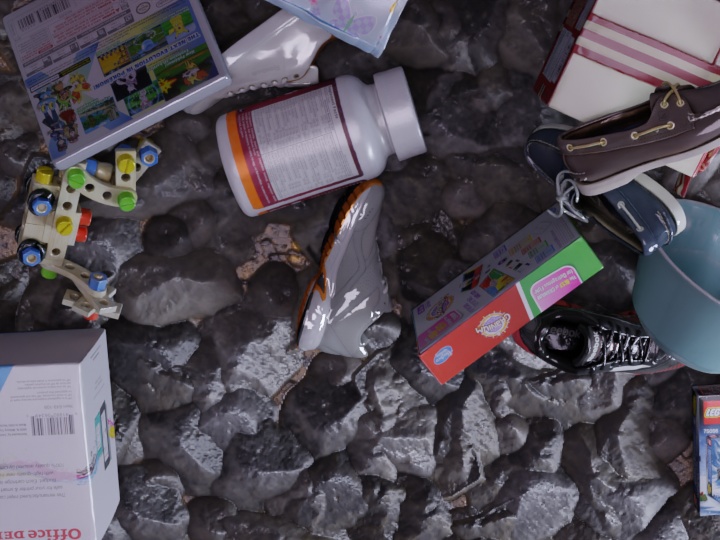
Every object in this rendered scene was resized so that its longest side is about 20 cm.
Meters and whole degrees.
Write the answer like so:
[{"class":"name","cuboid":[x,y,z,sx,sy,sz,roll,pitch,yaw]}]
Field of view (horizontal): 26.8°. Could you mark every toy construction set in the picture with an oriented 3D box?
[{"class":"toy construction set","cuboid":[-0.288,-0.049,1.580,0.130,0.092,0.202,6,108,-21]}]

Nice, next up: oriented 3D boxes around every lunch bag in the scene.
[{"class":"lunch bag","cuboid":[-0.013,-0.331,1.478,0.168,0.127,0.201,24,81,-5]}]

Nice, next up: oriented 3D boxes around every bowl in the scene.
[{"class":"bowl","cuboid":[0.356,0.029,1.538,0.199,0.201,0.106,25,121,-4]}]

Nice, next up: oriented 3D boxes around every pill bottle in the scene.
[{"class":"pill bottle","cuboid":[-0.039,-0.134,1.539,0.198,0.110,0.111,-17,101,5]}]

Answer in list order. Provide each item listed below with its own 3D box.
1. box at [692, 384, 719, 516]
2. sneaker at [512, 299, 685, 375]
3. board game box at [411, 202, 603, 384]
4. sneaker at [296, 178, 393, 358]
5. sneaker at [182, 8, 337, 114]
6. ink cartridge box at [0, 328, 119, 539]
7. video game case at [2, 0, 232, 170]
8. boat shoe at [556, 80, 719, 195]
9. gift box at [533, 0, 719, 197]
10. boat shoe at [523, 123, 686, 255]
[{"class":"box","cuboid":[0.460,0.190,1.632,0.198,0.040,0.138,-3,103,2]},{"class":"sneaker","cuboid":[0.259,0.077,1.584,0.198,0.098,0.072,8,100,-2]},{"class":"board game box","cuboid":[0.145,0.020,1.546,0.199,0.153,0.040,-37,103,9]},{"class":"sneaker","cuboid":[0.000,0.000,1.594,0.091,0.076,0.202,17,110,-10]},{"class":"sneaker","cuboid":[-0.092,-0.206,1.544,0.199,0.073,0.085,-35,97,7]},{"class":"ink cartridge box","cuboid":[-0.343,0.178,1.595,0.145,0.146,0.202,-2,102,1]},{"class":"video game case","cuboid":[-0.248,-0.223,1.528,0.199,0.022,0.184,-26,70,6]},{"class":"boat shoe","cuboid":[0.274,-0.135,1.375,0.199,0.072,0.060,-23,114,29]},{"class":"gift box","cuboid":[0.288,-0.193,1.478,0.185,0.200,0.186,23,107,-5]},{"class":"boat shoe","cuboid":[0.227,-0.077,1.482,0.062,0.200,0.075,-37,145,-20]}]
